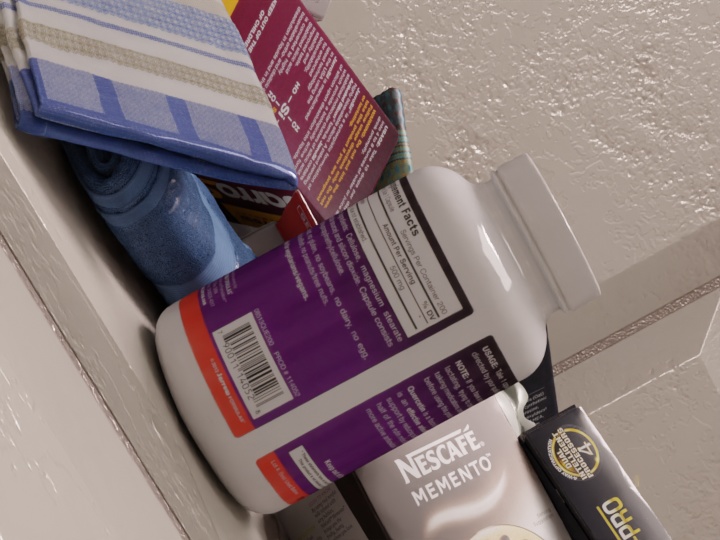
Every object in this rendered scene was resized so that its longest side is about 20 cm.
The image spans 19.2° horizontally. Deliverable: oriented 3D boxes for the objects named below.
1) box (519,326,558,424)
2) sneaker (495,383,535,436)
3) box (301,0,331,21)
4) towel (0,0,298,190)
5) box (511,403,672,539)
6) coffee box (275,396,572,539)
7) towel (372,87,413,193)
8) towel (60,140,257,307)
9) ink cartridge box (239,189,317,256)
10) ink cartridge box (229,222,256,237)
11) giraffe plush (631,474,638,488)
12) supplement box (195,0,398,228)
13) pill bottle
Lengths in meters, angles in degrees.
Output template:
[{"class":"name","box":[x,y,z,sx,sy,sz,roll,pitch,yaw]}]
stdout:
[{"class":"box","box":[0.057,0.085,1.448,0.148,0.104,0.201,44,-30,52]},{"class":"sneaker","box":[0.069,0.170,1.324,0.088,0.074,0.201,-20,104,-59]},{"class":"box","box":[-0.110,-0.196,1.334,0.144,0.037,0.200,22,-4,-19]},{"class":"towel","box":[-0.118,-0.111,1.043,0.146,0.024,0.200,13,32,-29]},{"class":"box","box":[0.111,0.189,1.177,0.162,0.049,0.200,56,-34,15]},{"class":"coffee box","box":[0.056,0.177,1.093,0.080,0.113,0.201,-37,-102,49]},{"class":"towel","box":[0.000,0.000,1.353,0.146,0.022,0.201,-22,-109,54]},{"class":"towel","box":[-0.091,-0.017,1.092,0.200,0.048,0.112,59,1,-46]},{"class":"ink cartridge box","box":[-0.019,0.065,1.252,0.201,0.045,0.176,62,-12,6]},{"class":"ink cartridge box","box":[-0.113,-0.085,1.450,0.119,0.042,0.201,57,8,-49]},{"class":"giraffe plush","box":[0.141,0.230,2.006,0.162,0.200,0.173,32,11,-7]},{"class":"supplement box","box":[-0.076,-0.107,1.246,0.110,0.086,0.200,13,-23,34]},{"class":"pill bottle","box":[0.009,0.025,1.013,0.113,0.199,0.112,62,3,-6]}]
